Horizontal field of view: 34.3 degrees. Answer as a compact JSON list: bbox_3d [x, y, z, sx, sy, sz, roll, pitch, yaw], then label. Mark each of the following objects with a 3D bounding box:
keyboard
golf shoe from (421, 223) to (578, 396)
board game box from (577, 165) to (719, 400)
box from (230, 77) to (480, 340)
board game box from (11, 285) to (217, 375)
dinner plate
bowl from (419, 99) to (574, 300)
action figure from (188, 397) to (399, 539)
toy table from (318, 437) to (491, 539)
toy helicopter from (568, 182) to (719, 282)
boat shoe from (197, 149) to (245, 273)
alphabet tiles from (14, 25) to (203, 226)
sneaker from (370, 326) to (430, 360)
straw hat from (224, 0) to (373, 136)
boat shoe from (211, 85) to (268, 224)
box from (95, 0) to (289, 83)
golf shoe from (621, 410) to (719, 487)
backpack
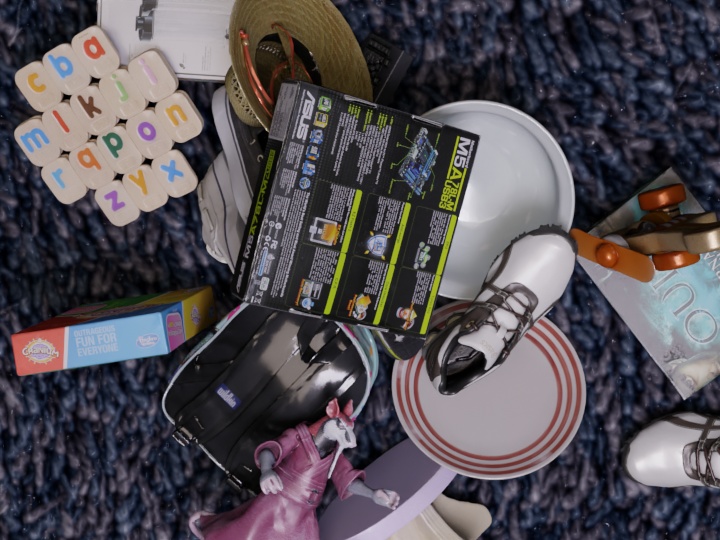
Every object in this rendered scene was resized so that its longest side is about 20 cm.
[{"bbox_3d":[-0.008,-0.136,1.188,0.127,0.020,0.201,38,103,44],"label":"keyboard"},{"bbox_3d":[0.139,0.047,1.119,0.077,0.095,0.200,35,111,-10],"label":"golf shoe"},{"bbox_3d":[0.325,0.014,1.200,0.135,0.028,0.201,-39,91,8],"label":"board game box"},{"bbox_3d":[-0.003,-0.052,1.059,0.191,0.047,0.202,11,96,-29],"label":"box"},{"bbox_3d":[-0.242,0.058,1.183,0.151,0.200,0.041,-9,96,7],"label":"board game box"},{"bbox_3d":[0.130,0.120,1.193,0.197,0.024,0.202,0,62,0],"label":"dinner plate"},{"bbox_3d":[0.114,-0.079,1.173,0.198,0.090,0.204,2,110,7],"label":"bowl"},{"bbox_3d":[-0.059,0.211,1.117,0.133,0.149,0.201,30,87,-23],"label":"action figure"},{"bbox_3d":[0.055,0.263,1.194,0.199,0.183,0.118,-34,103,-23],"label":"toy table"},{"bbox_3d":[0.279,-0.030,1.084,0.131,0.200,0.080,-15,94,-11],"label":"toy helicopter"},{"bbox_3d":[-0.129,-0.040,1.179,0.066,0.072,0.201,-43,45,22],"label":"boat shoe"},{"bbox_3d":[-0.264,-0.148,1.220,0.198,0.015,0.197,-24,112,23],"label":"alphabet tiles"},{"bbox_3d":[0.000,0.000,1.155,0.074,0.081,0.201,-33,99,-28],"label":"sneaker"},{"bbox_3d":[-0.083,-0.182,1.122,0.085,0.200,0.203,-21,94,37],"label":"straw hat"},{"bbox_3d":[-0.100,-0.124,1.168,0.066,0.201,0.070,-27,135,12],"label":"boat shoe"},{"bbox_3d":[-0.171,-0.256,1.210,0.197,0.060,0.118,4,97,6],"label":"box"},{"bbox_3d":[0.364,0.185,1.174,0.197,0.094,0.079,-9,96,9],"label":"golf shoe"},{"bbox_3d":[-0.079,0.108,1.194,0.177,0.151,0.200,42,109,-1],"label":"backpack"}]
